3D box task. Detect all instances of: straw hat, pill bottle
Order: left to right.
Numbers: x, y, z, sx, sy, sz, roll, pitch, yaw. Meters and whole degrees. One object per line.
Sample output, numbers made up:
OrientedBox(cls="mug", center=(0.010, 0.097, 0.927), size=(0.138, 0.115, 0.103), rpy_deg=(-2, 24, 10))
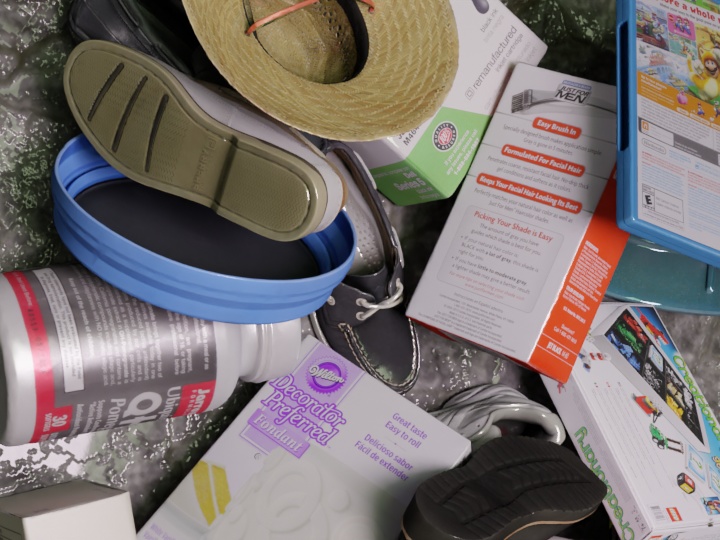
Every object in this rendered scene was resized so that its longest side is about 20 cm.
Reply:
OrientedBox(cls="pill bottle", center=(-0.145, 0.044, 0.988), size=(0.200, 0.111, 0.111), rpy_deg=(-9, 92, -26))
OrientedBox(cls="straw hat", center=(-0.041, -0.150, 0.967), size=(0.201, 0.085, 0.201), rpy_deg=(12, 60, -22))

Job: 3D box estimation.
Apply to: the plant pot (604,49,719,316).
OrientedBox(cls="plant pot", center=(0.259, -0.088, 1.157), size=(0.200, 0.200, 0.196), rpy_deg=(19, 73, -24))

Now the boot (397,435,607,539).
OrientedBox(cls="boot", center=(0.073, 0.192, 1.023), size=(0.200, 0.077, 0.138), rpy_deg=(-4, 129, -47))

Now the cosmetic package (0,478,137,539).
OrientedBox(cls="cosmetic package", center=(-0.178, 0.241, 0.969), size=(0.073, 0.104, 0.200), rpy_deg=(-10, 94, -27))

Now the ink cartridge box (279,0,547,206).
OrientedBox(cls="ink cartridge box", center=(0.012, -0.165, 1.088), size=(0.200, 0.084, 0.146), rpy_deg=(40, 72, -20))

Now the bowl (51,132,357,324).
OrientedBox(cls="bowl", center=(-0.102, -0.031, 0.977), size=(0.200, 0.201, 0.039), rpy_deg=(7, 118, -26))

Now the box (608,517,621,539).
OrientedBox(cls="box", center=(0.239, 0.204, 1.131), size=(0.110, 0.035, 0.200), rpy_deg=(31, 31, -8))

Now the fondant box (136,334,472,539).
OrientedBox(cls="fondant box", center=(-0.039, 0.162, 1.021), size=(0.144, 0.058, 0.200), rpy_deg=(32, 68, 22))

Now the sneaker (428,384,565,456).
OrientedBox(cls="sneaker", center=(0.060, 0.135, 1.091), size=(0.200, 0.099, 0.078), rpy_deg=(-25, 99, -25))

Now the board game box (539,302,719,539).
OrientedBox(cls="board game box", center=(0.209, 0.111, 1.132), size=(0.126, 0.035, 0.200), rpy_deg=(3, 50, -36))

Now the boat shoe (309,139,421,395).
OrientedBox(cls="boat shoe", center=(0.000, 0.000, 1.089), size=(0.074, 0.060, 0.200), rpy_deg=(-20, 97, -25))

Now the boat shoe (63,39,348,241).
OrientedBox(cls="boat shoe", center=(-0.098, -0.082, 0.963), size=(0.200, 0.068, 0.075), rpy_deg=(34, 111, 15))

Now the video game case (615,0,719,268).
OrientedBox(cls="video game case", center=(0.228, -0.101, 1.022), size=(0.143, 0.018, 0.200), rpy_deg=(18, 63, -31))

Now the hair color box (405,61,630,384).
OrientedBox(cls="hair color box", center=(0.126, -0.035, 1.059), size=(0.064, 0.111, 0.200), rpy_deg=(29, 84, -52))

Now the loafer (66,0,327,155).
OrientedBox(cls="loafer", center=(-0.103, -0.134, 1.012), size=(0.200, 0.070, 0.068), rpy_deg=(36, 39, -6))

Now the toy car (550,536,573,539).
OrientedBox(cls="toy car", center=(0.184, 0.295, 1.118), size=(0.200, 0.150, 0.175), rpy_deg=(17, 81, -25))
